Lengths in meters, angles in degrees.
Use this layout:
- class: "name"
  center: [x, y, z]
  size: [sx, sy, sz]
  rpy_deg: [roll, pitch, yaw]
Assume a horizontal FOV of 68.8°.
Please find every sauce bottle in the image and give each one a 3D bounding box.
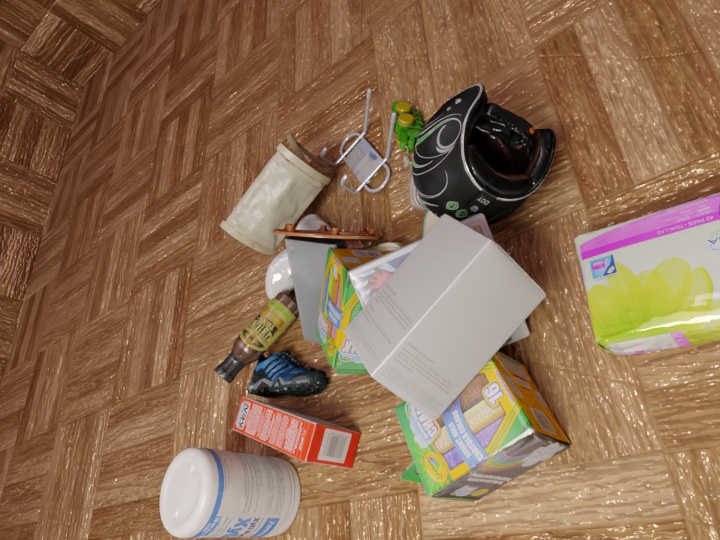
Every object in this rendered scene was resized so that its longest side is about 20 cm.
- class: "sauce bottle"
  center: [-0.201, 0.133, 1.031]
  size: [0.065, 0.065, 0.200]
  rpy_deg: [21, 65, 46]

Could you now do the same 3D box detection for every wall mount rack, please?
- class: "wall mount rack"
  center: [0.007, -0.257, 1.064]
  size: [0.174, 0.074, 0.200]
  rpy_deg: [-47, 46, 15]

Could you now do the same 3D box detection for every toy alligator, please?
- class: "toy alligator"
  center: [0.096, -0.259, 0.992]
  size: [0.054, 0.060, 0.201]
  rpy_deg: [-3, 49, -4]

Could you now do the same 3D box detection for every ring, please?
- class: "ring"
  center: [-0.057, -0.071, 0.948]
  size: [0.200, 0.200, 0.019]
  rpy_deg: [9, 98, 45]

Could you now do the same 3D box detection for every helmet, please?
- class: "helmet"
  center: [0.169, -0.164, 0.786]
  size: [0.201, 0.199, 0.191]
  rpy_deg: [-70, 16, -9]

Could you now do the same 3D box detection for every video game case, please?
- class: "video game case"
  center: [0.108, 0.045, 0.719]
  size: [0.199, 0.183, 0.023]
  rpy_deg: [-23, 8, 2]

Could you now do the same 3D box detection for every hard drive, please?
- class: "hard drive"
  center: [-0.066, 0.041, 0.936]
  size: [0.139, 0.033, 0.201]
  rpy_deg: [9, 115, 45]

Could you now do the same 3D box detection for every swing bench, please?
- class: "swing bench"
  center: [-0.162, -0.152, 1.075]
  size: [0.199, 0.130, 0.200]
  rpy_deg: [-49, 14, 15]

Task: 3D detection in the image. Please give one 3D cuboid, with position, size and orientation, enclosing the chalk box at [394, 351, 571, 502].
- class: "chalk box"
  center: [0.136, 0.211, 0.678]
  size: [0.200, 0.124, 0.124]
  rpy_deg: [-39, 48, 20]

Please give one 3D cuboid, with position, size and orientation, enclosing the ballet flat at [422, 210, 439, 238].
- class: "ballet flat"
  center: [0.122, -0.014, 0.849]
  size: [0.069, 0.069, 0.201]
  rpy_deg: [-2, 69, 42]

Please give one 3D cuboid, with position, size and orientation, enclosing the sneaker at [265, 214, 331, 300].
- class: "sneaker"
  center: [-0.126, -0.018, 1.076]
  size: [0.080, 0.070, 0.201]
  rpy_deg: [34, 94, 44]

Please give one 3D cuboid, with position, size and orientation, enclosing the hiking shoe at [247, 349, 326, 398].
- class: "hiking shoe"
  center: [-0.141, 0.188, 0.983]
  size: [0.199, 0.074, 0.087]
  rpy_deg: [-13, 63, 39]

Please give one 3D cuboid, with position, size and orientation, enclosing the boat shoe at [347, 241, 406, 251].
- class: "boat shoe"
  center: [0.001, 0.000, 0.946]
  size: [0.200, 0.072, 0.066]
  rpy_deg: [-13, 56, 34]

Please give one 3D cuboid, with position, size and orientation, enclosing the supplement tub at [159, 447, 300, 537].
- class: "supplement tub"
  center: [-0.212, 0.369, 0.871]
  size: [0.131, 0.200, 0.133]
  rpy_deg: [-21, 57, 35]

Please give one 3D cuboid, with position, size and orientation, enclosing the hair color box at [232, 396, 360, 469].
- class: "hair color box"
  center: [-0.111, 0.272, 0.889]
  size: [0.199, 0.111, 0.064]
  rpy_deg: [5, 73, 45]

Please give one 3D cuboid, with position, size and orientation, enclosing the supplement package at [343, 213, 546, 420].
- class: "supplement package"
  center: [0.097, 0.053, 0.637]
  size: [0.200, 0.117, 0.117]
  rpy_deg: [-49, 26, 4]

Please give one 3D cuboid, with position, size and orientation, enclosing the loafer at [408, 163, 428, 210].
- class: "loafer"
  center: [0.125, -0.191, 0.936]
  size: [0.063, 0.072, 0.201]
  rpy_deg: [-11, 55, 59]

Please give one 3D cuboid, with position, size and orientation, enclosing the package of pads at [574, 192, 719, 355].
- class: "package of pads"
  center: [0.363, 0.008, 0.605]
  size: [0.199, 0.068, 0.155]
  rpy_deg: [-21, 56, 35]

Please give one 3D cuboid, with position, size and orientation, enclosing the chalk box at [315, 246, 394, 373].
- class: "chalk box"
  center: [0.007, 0.079, 0.820]
  size: [0.124, 0.124, 0.201]
  rpy_deg: [-131, 47, -64]
